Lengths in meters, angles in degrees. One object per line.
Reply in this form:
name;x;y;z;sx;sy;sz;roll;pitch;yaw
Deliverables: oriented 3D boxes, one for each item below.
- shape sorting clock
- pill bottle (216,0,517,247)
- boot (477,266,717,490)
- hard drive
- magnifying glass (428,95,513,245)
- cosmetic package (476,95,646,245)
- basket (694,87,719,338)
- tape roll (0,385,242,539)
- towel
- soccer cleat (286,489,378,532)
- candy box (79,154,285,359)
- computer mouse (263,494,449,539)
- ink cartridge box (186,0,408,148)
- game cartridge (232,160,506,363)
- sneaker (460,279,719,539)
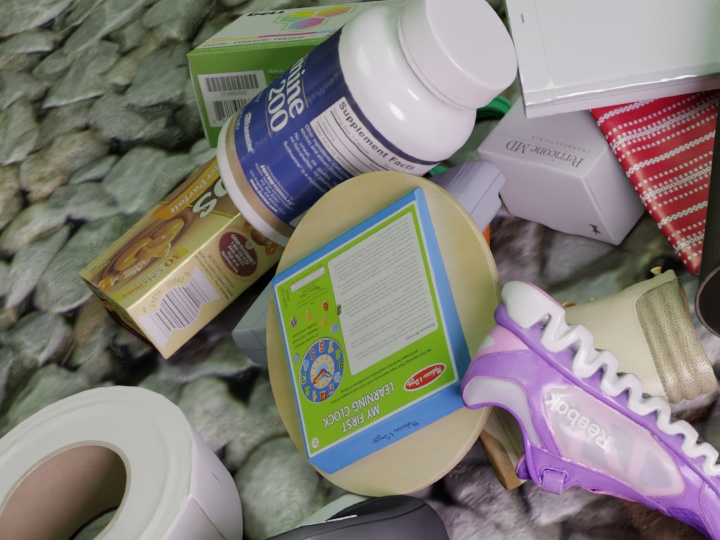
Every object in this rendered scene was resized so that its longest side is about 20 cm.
shape sorting clock;0.014;0.039;1.256;0.200;0.039;0.201;-9;77;45
pill bottle;0.005;-0.105;1.352;0.200;0.111;0.111;-35;32;36
boot;0.129;0.038;1.284;0.155;0.073;0.200;-25;33;4
hard drive;0.197;-0.174;1.341;0.199;0.026;0.132;-9;60;2
magnifying glass;0.080;-0.056;1.455;0.079;0.022;0.200;-17;42;19
cosmetic package;0.184;-0.120;1.412;0.101;0.071;0.200;18;61;43
basket;0.283;-0.068;1.210;0.180;0.136;0.201;-5;54;10
tape roll;-0.180;0.175;1.351;0.202;0.071;0.203;-19;40;17
towel;0.231;-0.102;1.325;0.144;0.023;0.200;-23;61;-6
soccer cleat;-0.053;0.196;1.228;0.200;0.086;0.070;-46;41;-17
candy box;-0.103;-0.031;1.511;0.200;0.055;0.115;-41;28;-11
computer mouse;-0.024;0.213;1.183;0.199;0.141;0.046;-11;-3;-22
ink cartridge box;-0.017;-0.164;1.526;0.147;0.076;0.200;-2;24;27
game cartridge;0.000;0.000;1.375;0.200;0.041;0.133;-22;28;47
sneaker;0.135;0.099;1.154;0.089;0.200;0.080;-48;-4;-3
